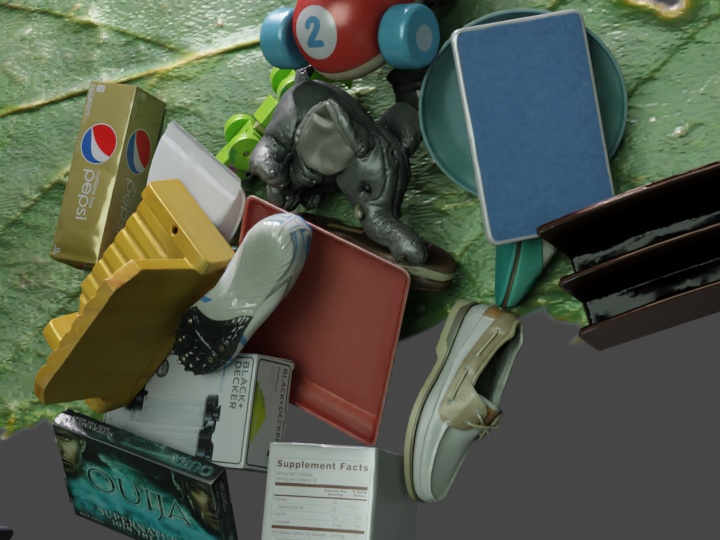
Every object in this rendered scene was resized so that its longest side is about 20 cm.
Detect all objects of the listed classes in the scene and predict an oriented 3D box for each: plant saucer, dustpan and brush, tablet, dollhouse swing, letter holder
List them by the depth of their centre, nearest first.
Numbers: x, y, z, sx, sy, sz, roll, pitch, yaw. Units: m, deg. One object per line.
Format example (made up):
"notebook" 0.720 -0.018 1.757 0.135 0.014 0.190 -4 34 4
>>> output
"letter holder" 0.276 -0.015 1.484 0.199 0.142 0.101 -20 71 18
"tablet" 0.160 -0.132 1.512 0.129 0.014 0.201 -11 93 -11
"plant saucer" 0.155 -0.160 1.580 0.199 0.036 0.201 2 117 4
"dollhouse swing" -0.255 0.019 1.609 0.200 0.175 0.182 -52 55 18
"plant saucer" -0.039 0.045 1.627 0.199 0.037 0.200 26 121 27
"dustpan and brush" -0.189 -0.037 1.723 0.140 0.057 0.201 41 108 35

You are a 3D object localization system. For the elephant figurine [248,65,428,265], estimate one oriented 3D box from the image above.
"elephant figurine" 0.000 -0.111 1.608 0.200 0.155 0.142 9 48 47

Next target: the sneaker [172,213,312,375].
"sneaker" -0.111 0.027 1.590 0.072 0.072 0.200 47 117 16

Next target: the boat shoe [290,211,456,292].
"boat shoe" 0.003 -0.002 1.651 0.202 0.075 0.075 17 112 28

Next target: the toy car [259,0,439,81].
"toy car" -0.027 -0.301 1.549 0.184 0.200 0.177 5 57 39

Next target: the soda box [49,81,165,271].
"soda box" -0.274 -0.099 1.788 0.064 0.068 0.201 8 81 24

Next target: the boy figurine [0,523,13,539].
"boy figurine" -0.456 0.228 1.797 0.124 0.064 0.200 -43 68 12

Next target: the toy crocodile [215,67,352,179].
"toy crocodile" -0.090 -0.155 1.728 0.200 0.062 0.068 -47 25 10

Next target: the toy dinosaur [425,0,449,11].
"toy dinosaur" 0.064 -0.339 1.697 0.200 0.102 0.136 -36 81 -7

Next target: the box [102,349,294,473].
"box" -0.168 0.139 1.668 0.199 0.060 0.117 2 80 36

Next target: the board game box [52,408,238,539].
"board game box" -0.216 0.224 1.662 0.199 0.136 0.028 16 42 26

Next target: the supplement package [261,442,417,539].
"supplement package" -0.021 0.270 1.564 0.117 0.117 0.201 0 78 24

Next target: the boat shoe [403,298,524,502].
"boat shoe" 0.098 0.128 1.568 0.068 0.075 0.201 12 82 31

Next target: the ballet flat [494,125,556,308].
"ballet flat" 0.166 -0.056 1.566 0.070 0.067 0.201 -2 109 -8

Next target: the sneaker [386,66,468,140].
"sneaker" 0.129 -0.175 1.633 0.199 0.076 0.091 -7 96 18
